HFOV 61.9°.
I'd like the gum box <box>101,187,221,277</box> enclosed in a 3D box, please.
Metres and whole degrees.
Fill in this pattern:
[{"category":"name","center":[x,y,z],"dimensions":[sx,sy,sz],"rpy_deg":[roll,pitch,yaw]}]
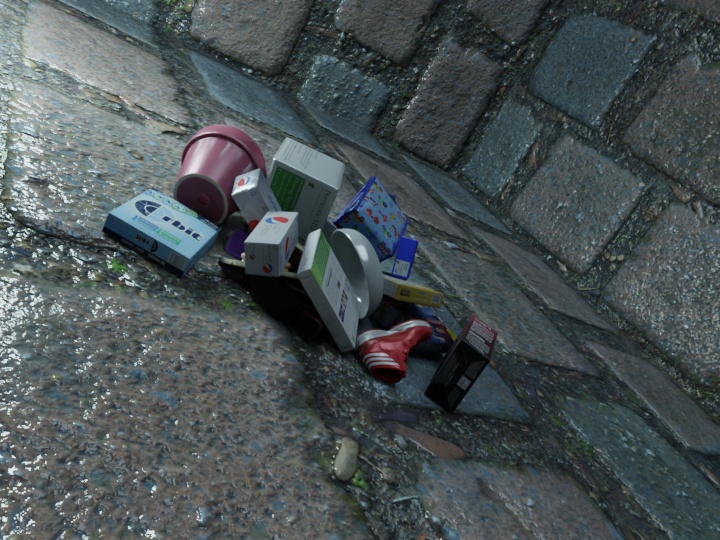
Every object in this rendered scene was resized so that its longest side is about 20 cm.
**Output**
[{"category":"gum box","center":[-0.383,-0.081,1.183],"dimensions":[0.167,0.045,0.201],"rpy_deg":[30,20,-6]}]

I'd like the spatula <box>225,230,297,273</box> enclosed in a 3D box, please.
[{"category":"spatula","center":[-0.204,-0.026,1.335],"dimensions":[0.197,0.058,0.020],"rpy_deg":[29,-13,-30]}]

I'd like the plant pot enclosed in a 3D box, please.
[{"category":"plant pot","center":[-0.328,-0.200,1.351],"dimensions":[0.197,0.202,0.181],"rpy_deg":[28,35,-8]}]

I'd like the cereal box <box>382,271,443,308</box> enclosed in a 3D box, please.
[{"category":"cereal box","center":[0.085,0.037,1.433],"dimensions":[0.141,0.041,0.199],"rpy_deg":[12,6,-33]}]

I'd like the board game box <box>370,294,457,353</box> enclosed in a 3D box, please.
[{"category":"board game box","center":[0.119,0.126,1.436],"dimensions":[0.196,0.063,0.201],"rpy_deg":[14,27,-38]}]

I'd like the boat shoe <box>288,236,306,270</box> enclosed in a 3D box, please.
[{"category":"boat shoe","center":[-0.112,-0.023,1.340],"dimensions":[0.200,0.071,0.067],"rpy_deg":[40,36,-40]}]

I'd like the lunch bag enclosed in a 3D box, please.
[{"category":"lunch bag","center":[0.046,-0.136,1.498],"dimensions":[0.151,0.093,0.201],"rpy_deg":[49,46,-15]}]

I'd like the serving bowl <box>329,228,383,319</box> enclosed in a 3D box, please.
[{"category":"serving bowl","center":[0.000,0.000,1.336],"dimensions":[0.064,0.204,0.201],"rpy_deg":[-18,44,-21]}]

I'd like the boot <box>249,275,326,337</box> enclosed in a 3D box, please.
[{"category":"boot","center":[-0.122,0.050,1.251],"dimensions":[0.185,0.065,0.200],"rpy_deg":[40,21,4]}]

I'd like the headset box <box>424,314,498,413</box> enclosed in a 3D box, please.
[{"category":"headset box","center":[0.225,0.196,1.307],"dimensions":[0.074,0.151,0.200],"rpy_deg":[34,21,9]}]

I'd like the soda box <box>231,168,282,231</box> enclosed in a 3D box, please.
[{"category":"soda box","center":[-0.209,-0.117,1.321],"dimensions":[0.069,0.062,0.202],"rpy_deg":[-91,163,-47]}]

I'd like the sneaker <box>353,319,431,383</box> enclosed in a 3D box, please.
[{"category":"sneaker","center":[0.086,0.177,1.247],"dimensions":[0.195,0.079,0.117],"rpy_deg":[-11,52,-29]}]

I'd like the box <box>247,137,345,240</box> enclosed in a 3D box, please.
[{"category":"box","center":[-0.153,-0.178,1.466],"dimensions":[0.167,0.202,0.201],"rpy_deg":[23,25,-8]}]

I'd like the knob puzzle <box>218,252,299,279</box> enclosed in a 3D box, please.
[{"category":"knob puzzle","center":[-0.168,-0.007,1.217],"dimensions":[0.213,0.031,0.220],"rpy_deg":[13,-2,1]}]

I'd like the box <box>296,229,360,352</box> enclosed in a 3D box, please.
[{"category":"box","center":[-0.059,0.040,1.201],"dimensions":[0.146,0.035,0.203],"rpy_deg":[-80,149,-56]}]

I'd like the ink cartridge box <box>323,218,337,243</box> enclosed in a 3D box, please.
[{"category":"ink cartridge box","center":[-0.008,-0.052,1.579],"dimensions":[0.199,0.069,0.115],"rpy_deg":[40,22,15]}]

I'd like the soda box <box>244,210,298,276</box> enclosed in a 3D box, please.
[{"category":"soda box","center":[-0.168,-0.057,1.162],"dimensions":[0.066,0.066,0.201],"rpy_deg":[4,22,3]}]

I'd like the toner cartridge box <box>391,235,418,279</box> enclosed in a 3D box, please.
[{"category":"toner cartridge box","center":[0.113,-0.032,1.504],"dimensions":[0.042,0.098,0.200],"rpy_deg":[17,3,6]}]
